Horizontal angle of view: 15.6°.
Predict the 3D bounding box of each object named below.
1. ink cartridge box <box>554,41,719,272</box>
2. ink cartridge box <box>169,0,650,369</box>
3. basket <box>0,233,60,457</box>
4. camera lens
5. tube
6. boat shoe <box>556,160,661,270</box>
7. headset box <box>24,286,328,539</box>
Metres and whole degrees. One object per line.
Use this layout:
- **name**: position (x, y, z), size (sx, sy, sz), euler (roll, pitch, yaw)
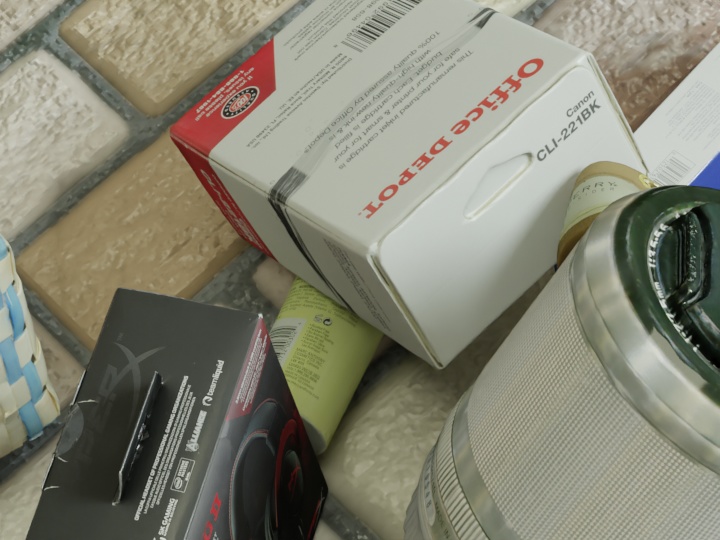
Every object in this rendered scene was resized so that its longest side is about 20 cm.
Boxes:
- **ink cartridge box**: position (0.176, -0.055, 1.305), size (0.044, 0.094, 0.200), euler (36, 72, 28)
- **ink cartridge box**: position (0.021, -0.058, 1.273), size (0.144, 0.084, 0.200), euler (-42, 35, -11)
- **basket**: position (-0.260, 0.050, 1.286), size (0.199, 0.177, 0.139), euler (-26, 43, -21)
- **camera lens**: position (0.126, 0.076, 1.120), size (0.159, 0.200, 0.161), euler (21, 39, -18)
- **tube**: position (0.000, 0.000, 1.335), size (0.058, 0.052, 0.201), euler (30, 61, -9)
- **boat shoe**: position (0.167, 0.020, 1.222), size (0.074, 0.200, 0.067), euler (-29, 35, 27)
- **headset box**: position (-0.084, 0.114, 1.193), size (0.074, 0.200, 0.149), euler (10, 61, 16)
